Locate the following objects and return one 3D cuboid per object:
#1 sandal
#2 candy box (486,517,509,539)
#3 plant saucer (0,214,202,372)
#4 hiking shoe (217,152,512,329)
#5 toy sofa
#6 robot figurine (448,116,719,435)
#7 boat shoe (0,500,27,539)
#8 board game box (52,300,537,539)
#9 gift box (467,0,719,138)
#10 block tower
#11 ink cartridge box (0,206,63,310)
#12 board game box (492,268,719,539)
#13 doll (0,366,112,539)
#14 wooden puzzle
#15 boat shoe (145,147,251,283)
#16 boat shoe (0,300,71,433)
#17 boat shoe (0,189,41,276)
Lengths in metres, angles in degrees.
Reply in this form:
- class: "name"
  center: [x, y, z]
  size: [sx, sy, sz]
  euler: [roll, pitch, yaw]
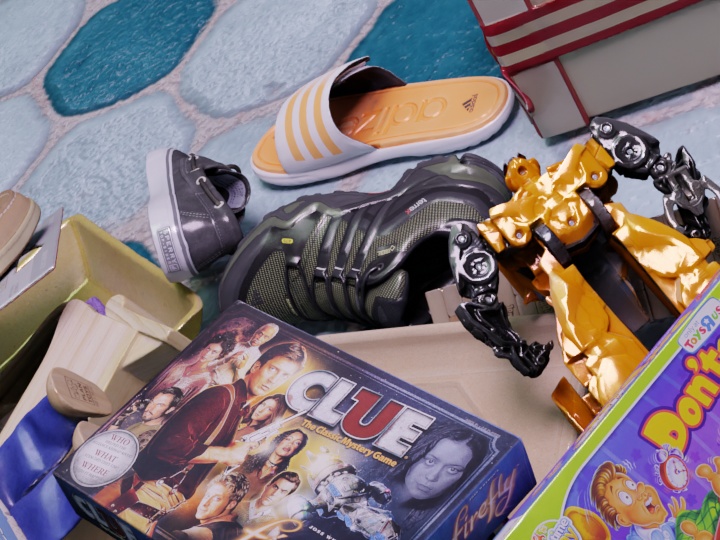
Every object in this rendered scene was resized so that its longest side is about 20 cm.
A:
- class: "sandal"
  center: [0.006, -0.114, 1.223]
  size: [0.206, 0.059, 0.079]
  euler: [-10, 45, 32]
- class: "candy box"
  center: [0.002, 0.214, 0.847]
  size: [0.200, 0.061, 0.137]
  euler: [-33, 44, 18]
- class: "plant saucer"
  center: [-0.208, 0.072, 1.209]
  size: [0.200, 0.049, 0.200]
  euler: [-46, 38, -11]
- class: "hiking shoe"
  center: [0.000, 0.000, 1.093]
  size: [0.199, 0.076, 0.101]
  euler: [-24, 35, 15]
- class: "toy sofa"
  center: [-0.159, 0.120, 1.058]
  size: [0.097, 0.083, 0.201]
  euler: [18, 76, 45]
- class: "robot figurine"
  center: [0.136, 0.021, 0.897]
  size: [0.145, 0.058, 0.200]
  euler: [-36, 69, -6]
- class: "boat shoe"
  center: [-0.211, 0.152, 0.917]
  size: [0.200, 0.072, 0.073]
  euler: [32, 102, 28]
- class: "board game box"
  center: [-0.035, 0.098, 0.855]
  size: [0.199, 0.035, 0.135]
  euler: [23, 57, 41]
- class: "gift box"
  center: [0.140, -0.204, 1.108]
  size: [0.186, 0.185, 0.201]
  euler: [-17, 35, 22]
- class: "block tower"
  center: [0.138, 0.006, 0.976]
  size: [0.199, 0.058, 0.054]
  euler: [-17, -2, 23]
- class: "ink cartridge box"
  center: [-0.248, 0.043, 1.140]
  size: [0.173, 0.044, 0.200]
  euler: [-36, 15, 1]
- class: "board game box"
  center: [0.170, 0.095, 0.812]
  size: [0.200, 0.134, 0.045]
  euler: [-48, -4, -13]
- class: "doll"
  center: [-0.209, 0.143, 0.990]
  size: [0.200, 0.048, 0.137]
  euler: [-46, 53, 16]
- class: "wooden puzzle"
  center: [0.031, 0.126, 0.952]
  size: [0.184, 0.037, 0.201]
  euler: [-7, 61, 34]
- class: "boat shoe"
  center: [-0.105, -0.046, 1.212]
  size: [0.066, 0.070, 0.200]
  euler: [-17, 14, 0]
- class: "boat shoe"
  center: [-0.229, 0.105, 1.098]
  size: [0.201, 0.063, 0.073]
  euler: [-42, 37, -7]
- class: "boat shoe"
  center: [-0.276, 0.004, 1.114]
  size: [0.071, 0.065, 0.200]
  euler: [-20, 23, 48]
